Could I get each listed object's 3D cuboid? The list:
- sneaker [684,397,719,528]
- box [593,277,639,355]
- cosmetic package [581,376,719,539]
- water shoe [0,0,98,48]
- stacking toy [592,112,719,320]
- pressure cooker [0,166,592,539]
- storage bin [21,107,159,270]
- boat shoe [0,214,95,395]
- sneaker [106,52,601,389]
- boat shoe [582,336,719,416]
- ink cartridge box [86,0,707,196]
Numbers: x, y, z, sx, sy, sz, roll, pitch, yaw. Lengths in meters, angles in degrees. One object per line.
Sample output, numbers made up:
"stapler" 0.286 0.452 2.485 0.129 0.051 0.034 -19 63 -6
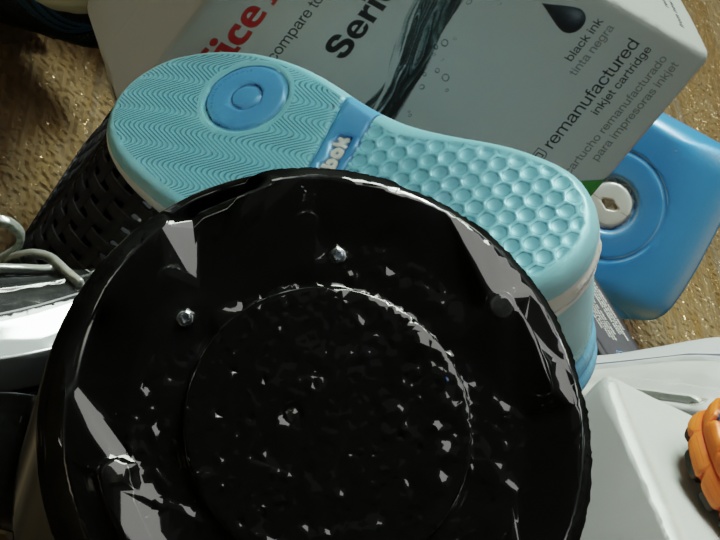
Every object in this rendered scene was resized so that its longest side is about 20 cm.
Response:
"sneaker" 0.197 0.104 0.923 0.200 0.079 0.075 46 25 8
"box" 0.084 0.082 1.175 0.035 0.110 0.201 18 31 -42
"cosmetic package" 0.128 0.177 0.999 0.199 0.168 0.167 24 29 -34
"water shoe" -0.112 -0.135 1.200 0.079 0.072 0.200 27 -7 -31
"stacking toy" 0.137 -0.052 1.539 0.116 0.110 0.200 28 12 -1
"pressure cooker" -0.024 0.073 0.899 0.176 0.178 0.200 54 -18 6
"storage bin" -0.055 -0.015 1.151 0.135 0.094 0.200 38 24 -8
"boat shoe" -0.123 0.024 0.988 0.198 0.074 0.068 -14 52 -41
"sneaker" 0.000 0.000 1.021 0.199 0.080 0.131 23 -28 26
"boat shoe" 0.073 0.071 1.090 0.065 0.199 0.074 -38 106 -58
"ink cartridge box" 0.013 -0.095 1.096 0.199 0.147 0.083 25 27 -31
